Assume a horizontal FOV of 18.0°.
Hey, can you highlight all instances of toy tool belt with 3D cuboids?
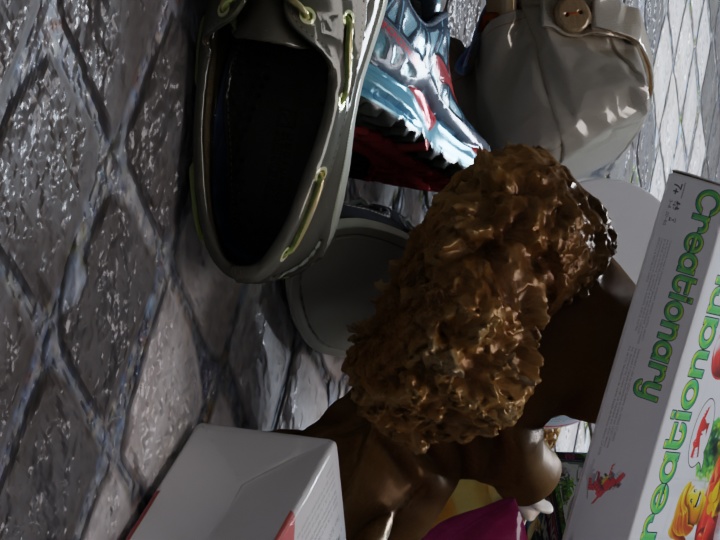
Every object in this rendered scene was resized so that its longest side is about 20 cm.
[{"bbox_3d":[0.090,-0.102,1.241,0.123,0.124,0.200,63,-10,11],"label":"toy tool belt"}]

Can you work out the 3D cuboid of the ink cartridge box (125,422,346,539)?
[{"bbox_3d":[-0.049,0.181,0.961,0.117,0.067,0.201,-58,148,-55],"label":"ink cartridge box"}]

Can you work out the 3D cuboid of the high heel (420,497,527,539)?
[{"bbox_3d":[0.083,0.165,1.017,0.200,0.096,0.068,31,21,-52],"label":"high heel"}]

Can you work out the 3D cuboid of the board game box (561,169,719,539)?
[{"bbox_3d":[0.149,0.063,1.005,0.126,0.034,0.201,10,96,-55],"label":"board game box"}]

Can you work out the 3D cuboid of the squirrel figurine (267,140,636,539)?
[{"bbox_3d":[0.034,0.046,1.014,0.186,0.142,0.200,-37,153,-12],"label":"squirrel figurine"}]

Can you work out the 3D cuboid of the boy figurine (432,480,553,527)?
[{"bbox_3d":[0.051,0.126,1.212,0.064,0.124,0.201,25,55,-41],"label":"boy figurine"}]

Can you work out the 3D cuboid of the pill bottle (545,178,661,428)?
[{"bbox_3d":[0.115,0.017,1.234,0.200,0.108,0.109,113,-13,-75],"label":"pill bottle"}]

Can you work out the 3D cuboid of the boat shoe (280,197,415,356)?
[{"bbox_3d":[0.000,0.000,1.122,0.063,0.073,0.200,54,9,24],"label":"boat shoe"}]

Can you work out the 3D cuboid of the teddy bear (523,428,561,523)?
[{"bbox_3d":[0.083,0.115,1.405,0.200,0.066,0.146,-59,167,-57],"label":"teddy bear"}]

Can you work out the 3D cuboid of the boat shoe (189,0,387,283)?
[{"bbox_3d":[-0.031,-0.094,0.929,0.060,0.072,0.203,-35,133,-75],"label":"boat shoe"}]

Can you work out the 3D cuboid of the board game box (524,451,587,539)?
[{"bbox_3d":[0.133,0.205,1.199,0.200,0.061,0.201,102,-16,-59],"label":"board game box"}]

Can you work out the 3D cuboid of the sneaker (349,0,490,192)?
[{"bbox_3d":[0.026,-0.094,1.096,0.200,0.079,0.096,36,64,-71],"label":"sneaker"}]
